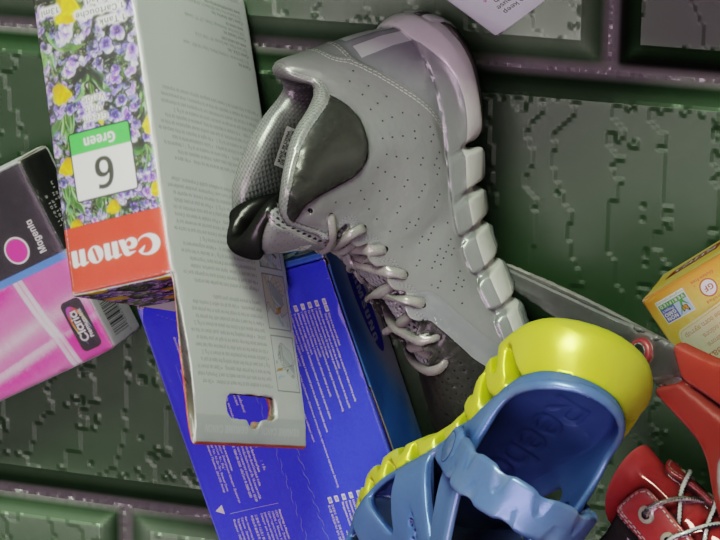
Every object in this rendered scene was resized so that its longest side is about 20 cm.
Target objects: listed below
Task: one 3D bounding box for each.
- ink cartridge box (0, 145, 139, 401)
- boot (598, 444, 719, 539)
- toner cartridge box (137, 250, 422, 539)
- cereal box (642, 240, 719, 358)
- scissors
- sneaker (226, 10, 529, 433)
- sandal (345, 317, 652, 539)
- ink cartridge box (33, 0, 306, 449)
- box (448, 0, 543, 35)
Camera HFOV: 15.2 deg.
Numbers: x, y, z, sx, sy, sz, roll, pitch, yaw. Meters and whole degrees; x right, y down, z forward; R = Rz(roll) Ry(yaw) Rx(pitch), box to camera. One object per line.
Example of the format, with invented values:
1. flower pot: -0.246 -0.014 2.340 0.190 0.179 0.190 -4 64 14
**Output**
1. ink cartridge box: -0.206 0.026 1.245 0.200 0.037 0.095 -24 97 26
2. boot: 0.168 0.124 1.085 0.144 0.072 0.200 55 150 1
3. toner cartridge box: -0.019 0.090 1.194 0.095 0.043 0.200 -14 101 21
4. cereal box: 0.228 0.055 1.099 0.144 0.040 0.200 -33 93 26
5. scissors: 0.127 0.033 1.084 0.200 0.014 0.073 49 122 37
6. sneaker: 0.000 0.000 1.115 0.075 0.115 0.200 -3 101 59
7. sandal: 0.044 0.105 1.088 0.079 0.087 0.200 24 135 -6
8. ink cartridge box: -0.077 -0.023 1.110 0.050 0.109 0.200 -12 80 23
9. box: 0.060 -0.211 0.997 0.176 0.097 0.200 31 124 -35
